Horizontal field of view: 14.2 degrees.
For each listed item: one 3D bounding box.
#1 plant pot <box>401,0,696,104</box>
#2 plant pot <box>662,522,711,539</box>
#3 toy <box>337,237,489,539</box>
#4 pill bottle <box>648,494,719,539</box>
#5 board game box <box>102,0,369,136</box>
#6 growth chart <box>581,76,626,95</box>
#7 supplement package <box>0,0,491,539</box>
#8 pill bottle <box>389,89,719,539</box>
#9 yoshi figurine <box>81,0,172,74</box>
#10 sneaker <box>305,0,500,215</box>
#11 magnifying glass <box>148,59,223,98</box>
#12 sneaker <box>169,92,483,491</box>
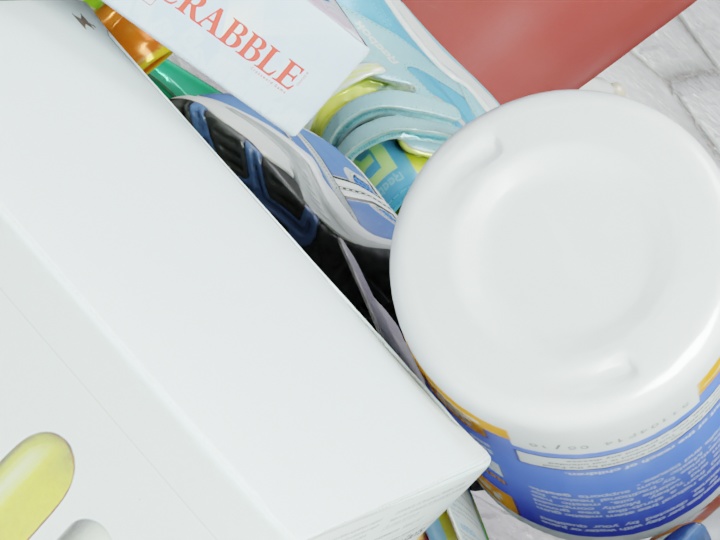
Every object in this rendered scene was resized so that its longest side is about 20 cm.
[{"bbox_3d":[0.063,-0.163,1.436,0.200,0.177,0.201,37,21,-16],"label":"plant pot"},{"bbox_3d":[0.163,0.169,0.890,0.200,0.179,0.201,-31,107,-70],"label":"plant pot"},{"bbox_3d":[0.024,0.099,0.981,0.201,0.047,0.115,64,2,19],"label":"toy"},{"bbox_3d":[0.162,0.135,1.118,0.112,0.112,0.200,47,20,9],"label":"pill bottle"},{"bbox_3d":[-0.105,-0.149,0.936,0.200,0.041,0.200,35,13,-30],"label":"board game box"},{"bbox_3d":[0.075,-0.175,1.728,0.200,0.018,0.145,50,19,15],"label":"growth chart"},{"bbox_3d":[-0.086,0.029,0.848,0.200,0.111,0.156,47,19,12],"label":"supplement package"},{"bbox_3d":[0.077,0.027,0.964,0.112,0.112,0.200,52,-5,22],"label":"pill bottle"},{"bbox_3d":[-0.167,-0.134,1.087,0.201,0.112,0.112,55,-26,-7],"label":"yoshi figurine"},{"bbox_3d":[-0.012,-0.078,1.206,0.200,0.080,0.131,38,20,-14],"label":"sneaker"},{"bbox_3d":[-0.055,-0.059,1.225,0.200,0.022,0.080,14,35,-56],"label":"magnifying glass"},{"bbox_3d":[0.000,0.000,1.121,0.200,0.076,0.077,47,27,2],"label":"sneaker"}]
